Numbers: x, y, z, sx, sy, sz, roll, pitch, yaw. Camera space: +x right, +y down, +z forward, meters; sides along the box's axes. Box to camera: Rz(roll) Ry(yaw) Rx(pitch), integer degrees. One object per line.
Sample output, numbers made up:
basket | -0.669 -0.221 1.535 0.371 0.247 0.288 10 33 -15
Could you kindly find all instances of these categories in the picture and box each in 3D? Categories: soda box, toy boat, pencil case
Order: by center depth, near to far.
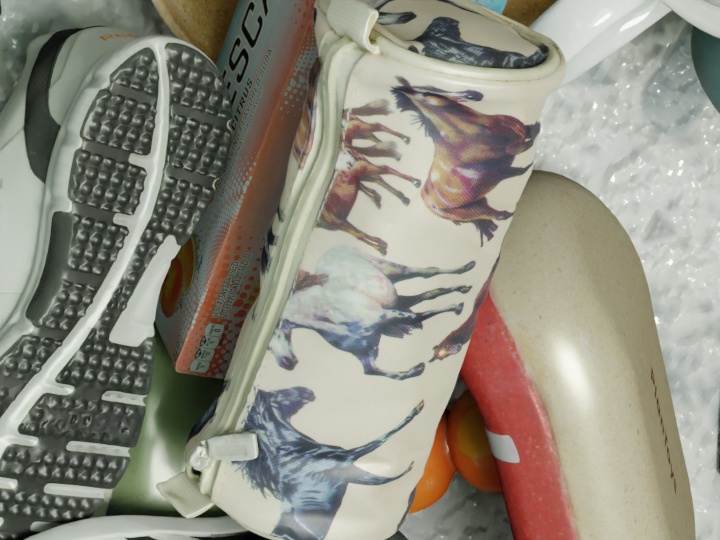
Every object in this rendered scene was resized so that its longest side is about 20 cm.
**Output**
pencil case | 0.000 0.000 0.654 0.089 0.078 0.200 -15 133 -43
soda box | -0.011 -0.057 0.700 0.068 0.064 0.200 9 120 -27
toy boat | 0.050 0.061 0.777 0.131 0.131 0.200 -9 111 15

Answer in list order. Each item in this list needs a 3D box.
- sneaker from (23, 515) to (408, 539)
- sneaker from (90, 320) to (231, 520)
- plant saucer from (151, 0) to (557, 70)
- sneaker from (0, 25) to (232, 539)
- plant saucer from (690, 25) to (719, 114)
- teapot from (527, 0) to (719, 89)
sneaker | -0.046 0.133 0.682 0.200 0.112 0.073 -11 119 -32
sneaker | -0.073 0.116 0.763 0.090 0.067 0.200 5 101 -15
plant saucer | 0.011 -0.148 0.712 0.200 0.035 0.200 -10 125 -15
sneaker | -0.109 0.009 0.698 0.074 0.080 0.200 21 95 -41
plant saucer | 0.221 -0.075 0.737 0.200 0.200 0.027 -5 131 -17
teapot | 0.137 -0.136 0.622 0.146 0.197 0.200 -32 128 -34
